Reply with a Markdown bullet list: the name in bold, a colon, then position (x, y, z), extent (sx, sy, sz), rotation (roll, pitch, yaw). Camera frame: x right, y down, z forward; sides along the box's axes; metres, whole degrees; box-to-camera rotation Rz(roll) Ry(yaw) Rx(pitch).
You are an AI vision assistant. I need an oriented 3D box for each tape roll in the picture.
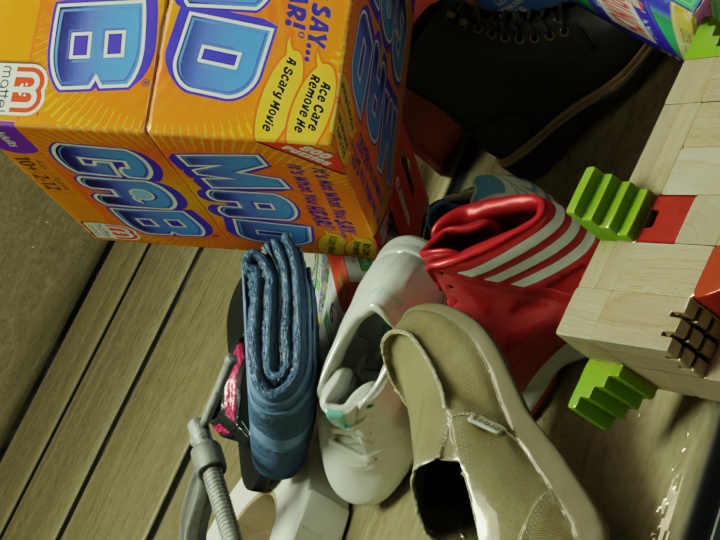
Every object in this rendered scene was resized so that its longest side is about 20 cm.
- **tape roll**: position (-0.076, 0.216, 0.992), extent (0.203, 0.037, 0.203), rotation (-52, 18, 24)

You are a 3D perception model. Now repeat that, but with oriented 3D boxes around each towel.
- **towel**: position (-0.051, 0.065, 0.891), extent (0.200, 0.048, 0.112), rotation (100, 167, -68)

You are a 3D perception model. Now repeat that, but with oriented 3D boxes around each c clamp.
- **c clamp**: position (-0.091, 0.185, 0.877), extent (0.171, 0.027, 0.201), rotation (115, 146, -41)

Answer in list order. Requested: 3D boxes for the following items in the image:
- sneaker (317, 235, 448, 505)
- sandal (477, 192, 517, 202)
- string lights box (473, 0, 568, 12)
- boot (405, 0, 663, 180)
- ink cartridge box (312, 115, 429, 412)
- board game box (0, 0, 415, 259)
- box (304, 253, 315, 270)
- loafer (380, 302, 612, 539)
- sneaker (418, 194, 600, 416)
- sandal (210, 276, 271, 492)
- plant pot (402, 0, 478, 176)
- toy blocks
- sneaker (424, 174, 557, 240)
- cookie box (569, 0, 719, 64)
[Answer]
- **sneaker**: position (-0.001, 0.077, 0.828), extent (0.089, 0.075, 0.201), rotation (-48, -25, -52)
- **sandal**: position (0.062, 0.021, 0.858), extent (0.207, 0.079, 0.059), rotation (-52, 1, 38)
- **string lights box**: position (0.105, -0.243, 0.959), extent (0.059, 0.199, 0.103), rotation (-20, 41, 64)
- **boot**: position (0.116, -0.163, 0.899), extent (0.200, 0.138, 0.078), rotation (-50, 19, 29)
- **ink cartridge box**: position (0.000, 0.000, 0.945), extent (0.109, 0.050, 0.201), rotation (-104, 19, -49)
- **board game box**: position (-0.083, -0.137, 0.813), extent (0.200, 0.199, 0.201), rotation (63, -147, -71)
- **box**: position (-0.053, -0.051, 1.122), extent (0.095, 0.077, 0.201), rotation (109, 151, -64)
- **loafer**: position (0.051, 0.087, 0.659), extent (0.200, 0.067, 0.076), rotation (-127, 25, -50)
- **sneaker**: position (0.064, 0.026, 0.766), extent (0.200, 0.115, 0.079), rotation (-49, 19, 32)
- **sandal**: position (-0.097, 0.087, 1.054), extent (0.075, 0.045, 0.201), rotation (-58, 32, 39)
- **plant pot**: position (0.054, -0.217, 1.112), extent (0.195, 0.200, 0.201), rotation (-50, 17, 6)
- **toy blocks**: position (0.175, -0.020, 0.592), extent (0.136, 0.100, 0.201), rotation (6, 66, 59)
- **sneaker**: position (0.060, -0.015, 0.926), extent (0.200, 0.072, 0.072), rotation (-39, 27, 57)
- **cookie box**: position (0.120, -0.198, 0.743), extent (0.075, 0.199, 0.171), rotation (-59, -15, 6)
